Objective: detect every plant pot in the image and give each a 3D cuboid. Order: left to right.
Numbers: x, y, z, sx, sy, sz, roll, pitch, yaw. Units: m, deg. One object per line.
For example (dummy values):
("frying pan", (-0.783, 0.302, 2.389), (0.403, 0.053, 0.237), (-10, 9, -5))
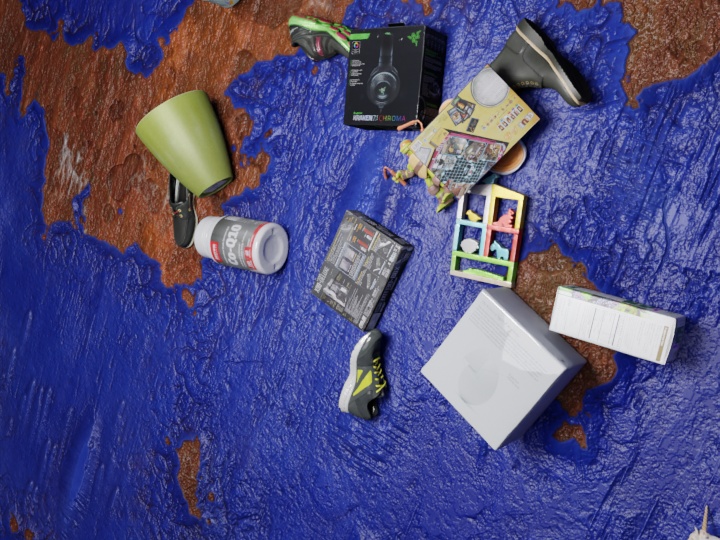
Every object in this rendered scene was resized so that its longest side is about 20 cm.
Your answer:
("plant pot", (-0.383, -0.275, 1.799), (0.186, 0.187, 0.201), (-32, 88, 30))

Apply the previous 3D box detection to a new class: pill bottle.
("pill bottle", (-0.269, -0.061, 1.752), (0.199, 0.114, 0.115), (10, 97, 33))

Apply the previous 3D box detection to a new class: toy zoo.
("toy zoo", (0.238, -0.080, 1.458), (0.130, 0.020, 0.202), (13, 103, 33))

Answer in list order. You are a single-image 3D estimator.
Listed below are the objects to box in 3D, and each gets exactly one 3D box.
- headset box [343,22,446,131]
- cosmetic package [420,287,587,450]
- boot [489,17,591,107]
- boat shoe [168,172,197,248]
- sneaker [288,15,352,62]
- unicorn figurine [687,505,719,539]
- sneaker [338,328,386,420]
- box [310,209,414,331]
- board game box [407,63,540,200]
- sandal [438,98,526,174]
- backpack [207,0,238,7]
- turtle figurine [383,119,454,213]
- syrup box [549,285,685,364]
("headset box", (0.068, -0.377, 1.528), (0.173, 0.092, 0.202), (9, 96, 33))
("cosmetic package", (0.254, 0.169, 1.400), (0.199, 0.123, 0.201), (46, 116, 24))
("boot", (0.306, -0.328, 1.389), (0.138, 0.077, 0.201), (-47, 55, 31))
("boat shoe", (-0.434, -0.155, 1.894), (0.073, 0.063, 0.203), (8, 97, 31))
("sneaker", (-0.070, -0.475, 1.641), (0.199, 0.076, 0.084), (31, 125, 33))
("unicorn figurine", (0.566, 0.500, 1.226), (0.137, 0.073, 0.202), (24, 110, 42))
("sneaker", (0.022, 0.213, 1.597), (0.084, 0.074, 0.202), (25, 114, 25))
("box", (0.000, 0.000, 1.610), (0.157, 0.050, 0.201), (34, 109, 29))
("board game box", (0.199, -0.244, 1.392), (0.135, 0.035, 0.200), (45, 103, -4))
("sandal", (0.212, -0.249, 1.454), (0.206, 0.059, 0.080), (42, 113, 25))
("backpack", (-0.313, -0.697, 1.745), (0.200, 0.153, 0.177), (-41, 75, 35))
("turtle figurine", (0.120, -0.191, 1.507), (0.162, 0.064, 0.200), (53, 149, 10))
("syrup box", (0.427, 0.088, 1.307), (0.199, 0.078, 0.082), (16, 100, 33))
